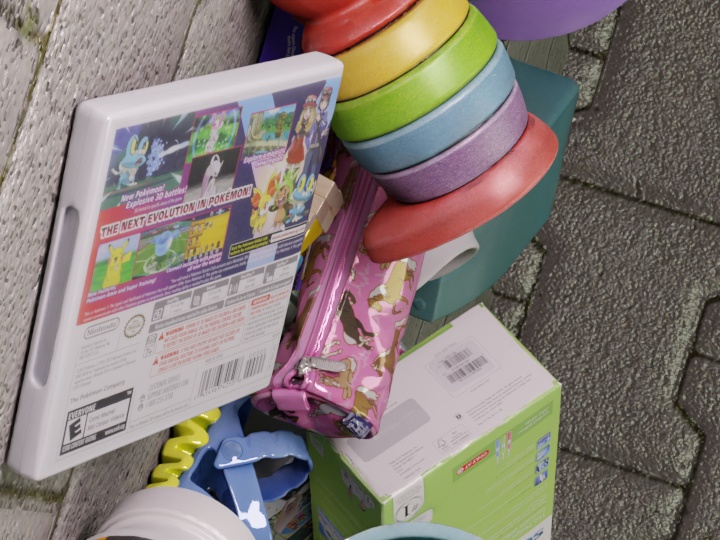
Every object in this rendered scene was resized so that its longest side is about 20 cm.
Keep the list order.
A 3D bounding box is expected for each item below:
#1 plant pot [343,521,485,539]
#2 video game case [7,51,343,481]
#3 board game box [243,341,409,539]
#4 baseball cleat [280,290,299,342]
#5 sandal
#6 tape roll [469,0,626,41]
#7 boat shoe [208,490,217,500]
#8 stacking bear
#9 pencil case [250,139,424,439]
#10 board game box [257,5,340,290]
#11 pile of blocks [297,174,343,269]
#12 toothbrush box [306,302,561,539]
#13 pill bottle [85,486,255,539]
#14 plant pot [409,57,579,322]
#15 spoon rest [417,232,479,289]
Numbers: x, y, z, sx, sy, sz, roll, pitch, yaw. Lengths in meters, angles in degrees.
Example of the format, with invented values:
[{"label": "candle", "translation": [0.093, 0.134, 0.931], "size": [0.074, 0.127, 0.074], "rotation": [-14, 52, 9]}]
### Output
[{"label": "plant pot", "translation": [-0.008, 0.251, 1.426], "size": [0.196, 0.199, 0.201], "rotation": [-21, -133, 64]}, {"label": "video game case", "translation": [-0.086, -0.007, 1.200], "size": [0.200, 0.023, 0.183], "rotation": [-19, 128, -56]}, {"label": "board game box", "translation": [-0.010, 0.114, 1.675], "size": [0.148, 0.064, 0.200], "rotation": [-45, 153, -1]}, {"label": "baseball cleat", "translation": [-0.031, 0.023, 1.685], "size": [0.107, 0.070, 0.200], "rotation": [-63, 154, 0]}, {"label": "sandal", "translation": [-0.090, 0.153, 1.494], "size": [0.080, 0.087, 0.201], "rotation": [96, 15, -62]}, {"label": "tape roll", "translation": [0.099, -0.250, 1.555], "size": [0.085, 0.199, 0.201], "rotation": [77, 30, -73]}, {"label": "boat shoe", "translation": [-0.099, 0.224, 1.562], "size": [0.071, 0.070, 0.200], "rotation": [-41, -164, 34]}, {"label": "stacking bear", "translation": [0.014, -0.123, 1.380], "size": [0.200, 0.113, 0.122], "rotation": [56, 49, -19]}, {"label": "pencil case", "translation": [0.000, 0.000, 1.495], "size": [0.086, 0.083, 0.201], "rotation": [-10, -121, 63]}, {"label": "board game box", "translation": [-0.037, -0.090, 1.504], "size": [0.134, 0.045, 0.201], "rotation": [-3, 109, -82]}, {"label": "pile of blocks", "translation": [-0.077, -0.007, 1.362], "size": [0.200, 0.062, 0.082], "rotation": [-43, 158, -59]}, {"label": "toothbrush box", "translation": [0.048, 0.139, 1.626], "size": [0.145, 0.086, 0.200], "rotation": [-32, 148, -20]}, {"label": "pill bottle", "translation": [-0.122, 0.204, 1.267], "size": [0.200, 0.116, 0.117], "rotation": [-63, 167, -56]}, {"label": "plant pot", "translation": [0.059, -0.062, 1.932], "size": [0.200, 0.141, 0.142], "rotation": [-54, 161, -46]}, {"label": "spoon rest", "translation": [0.030, -0.027, 1.649], "size": [0.200, 0.060, 0.100], "rotation": [10, 65, -68]}]
